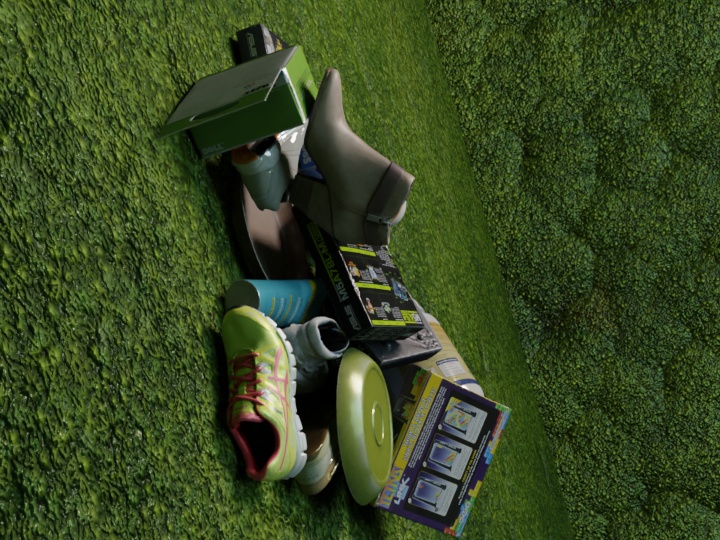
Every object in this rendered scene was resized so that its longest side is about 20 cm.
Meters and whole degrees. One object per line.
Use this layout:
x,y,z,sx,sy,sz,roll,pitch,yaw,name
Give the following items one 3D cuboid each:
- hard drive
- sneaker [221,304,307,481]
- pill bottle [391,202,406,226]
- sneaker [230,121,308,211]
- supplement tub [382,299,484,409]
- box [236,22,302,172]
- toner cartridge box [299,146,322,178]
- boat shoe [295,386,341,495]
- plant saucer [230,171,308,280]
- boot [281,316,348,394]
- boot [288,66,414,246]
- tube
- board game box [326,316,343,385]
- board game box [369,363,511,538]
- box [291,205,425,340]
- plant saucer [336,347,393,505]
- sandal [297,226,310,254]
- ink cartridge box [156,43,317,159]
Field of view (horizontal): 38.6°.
0.021,0.061,1.523,0.133,0.043,0.201,-8,51,-37,hard drive
-0.114,0.137,1.131,0.090,0.077,0.204,-10,82,-67,sneaker
0.014,-0.132,1.768,0.200,0.109,0.113,24,51,-70,pill bottle
-0.110,-0.141,1.338,0.201,0.074,0.094,-60,139,-58,sneaker
0.087,0.158,1.598,0.202,0.143,0.144,58,7,30,supplement tub
-0.120,-0.247,1.536,0.161,0.048,0.204,10,67,-72,box
-0.042,-0.168,1.576,0.200,0.042,0.097,37,41,-67,toner cartridge box
-0.049,0.211,1.302,0.200,0.073,0.068,-53,133,-64,boat shoe
-0.123,-0.049,1.361,0.200,0.032,0.204,-18,91,-75,plant saucer
-0.055,0.109,1.317,0.200,0.094,0.075,31,44,-70,boot
-0.002,-0.132,1.269,0.070,0.144,0.203,-57,165,-64,boot
-0.096,0.041,1.280,0.050,0.078,0.199,35,12,22,tube
-0.023,0.166,1.450,0.105,0.023,0.204,164,-90,-87,board game box
0.106,0.257,1.461,0.164,0.056,0.203,27,85,-28,board game box
0.000,0.000,1.396,0.199,0.047,0.196,7,58,-67,box
0.011,0.200,1.336,0.200,0.030,0.205,-7,90,-76,plant saucer
-0.064,-0.052,1.521,0.207,0.058,0.081,36,33,-85,sandal
-0.142,-0.184,1.221,0.201,0.145,0.077,-76,146,-59,ink cartridge box
